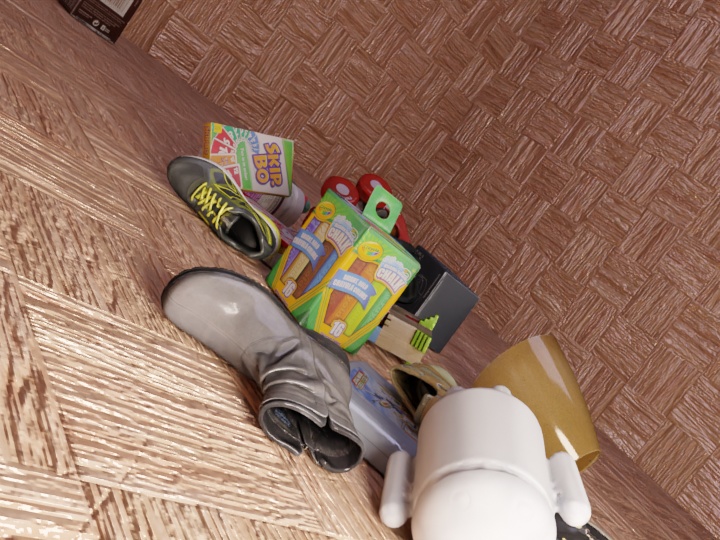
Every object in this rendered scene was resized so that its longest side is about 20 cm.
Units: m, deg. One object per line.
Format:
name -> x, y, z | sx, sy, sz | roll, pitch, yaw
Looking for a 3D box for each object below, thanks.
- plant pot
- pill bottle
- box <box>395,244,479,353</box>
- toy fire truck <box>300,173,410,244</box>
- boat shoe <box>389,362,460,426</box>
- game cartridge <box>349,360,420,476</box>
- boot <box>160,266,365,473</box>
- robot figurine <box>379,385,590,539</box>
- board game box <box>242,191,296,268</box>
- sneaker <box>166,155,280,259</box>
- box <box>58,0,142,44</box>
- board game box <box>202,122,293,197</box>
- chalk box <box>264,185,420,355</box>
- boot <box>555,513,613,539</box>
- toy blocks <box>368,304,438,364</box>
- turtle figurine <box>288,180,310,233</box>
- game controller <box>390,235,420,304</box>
plant pot -> 0.316, 0.248, 1.283 | 0.185, 0.186, 0.202 | 29, 23, -52
pill bottle -> -0.190, -0.153, 1.336 | 0.199, 0.113, 0.112 | 31, 9, -48
box -> 0.149, 0.058, 1.648 | 0.106, 0.150, 0.200 | 34, 8, -21
toy fire truck -> 0.004, -0.064, 1.273 | 0.197, 0.113, 0.170 | -11, 58, -43
boat shoe -> 0.087, 0.155, 0.778 | 0.075, 0.073, 0.199 | 20, 6, -30
game cartridge -> 0.021, 0.155, 0.795 | 0.133, 0.042, 0.200 | 44, 7, 3
boot -> -0.079, 0.079, 0.627 | 0.197, 0.071, 0.132 | 28, 20, -18
robot figurine -> 0.099, 0.177, 0.612 | 0.201, 0.165, 0.116 | -74, 155, -61
board game box -> -0.134, -0.042, 1.195 | 0.198, 0.047, 0.152 | 39, 6, -7
sneaker -> -0.194, -0.091, 1.067 | 0.198, 0.075, 0.085 | 39, 7, -6
box -> -0.789, -0.821, 2.244 | 0.200, 0.166, 0.165 | 43, 9, 38
board game box -> -0.177, -0.179, 1.244 | 0.029, 0.099, 0.198 | 3, 1, 38
chalk box -> -0.011, -0.015, 1.019 | 0.124, 0.202, 0.124 | 31, 9, -42
boot -> 0.185, 0.274, 0.733 | 0.198, 0.074, 0.150 | 36, 5, 7
toy blocks -> 0.045, 0.088, 1.204 | 0.134, 0.102, 0.200 | 27, 5, 4
turtle figurine -> -0.171, -0.148, 1.511 | 0.198, 0.102, 0.150 | 34, 6, 5
game controller -> 0.015, -0.014, 1.178 | 0.196, 0.107, 0.042 | 17, -21, -32
